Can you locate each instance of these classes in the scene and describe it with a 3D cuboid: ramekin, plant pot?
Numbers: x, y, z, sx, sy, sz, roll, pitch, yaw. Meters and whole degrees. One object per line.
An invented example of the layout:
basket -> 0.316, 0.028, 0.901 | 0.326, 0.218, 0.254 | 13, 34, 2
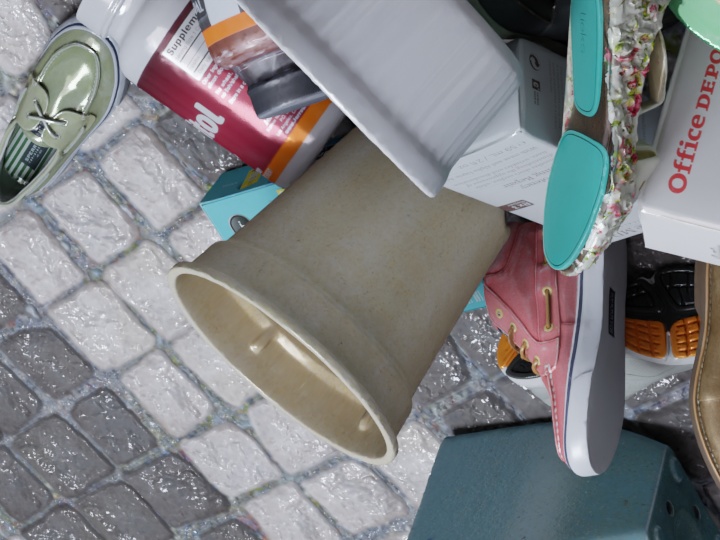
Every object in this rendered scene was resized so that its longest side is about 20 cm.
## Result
ramekin -> 0.007, -0.149, 1.378 | 0.098, 0.200, 0.200 | -45, 102, 3
plant pot -> 0.172, 0.236, 1.761 | 0.199, 0.197, 0.196 | -18, 117, 28
plant pot -> 0.000, 0.000, 1.561 | 0.200, 0.184, 0.201 | 36, 162, 13

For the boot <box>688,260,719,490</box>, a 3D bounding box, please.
boot -> 0.277, 0.069, 1.568 | 0.075, 0.073, 0.202 | -7, 86, 59

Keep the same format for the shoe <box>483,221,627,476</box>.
shoe -> 0.138, 0.053, 1.620 | 0.090, 0.201, 0.071 | -5, 155, 25

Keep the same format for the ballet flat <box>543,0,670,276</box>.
ballet flat -> 0.159, -0.092, 1.399 | 0.076, 0.063, 0.201 | -139, 50, -57

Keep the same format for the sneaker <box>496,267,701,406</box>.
sneaker -> 0.208, 0.056, 1.681 | 0.199, 0.076, 0.092 | -9, 150, 24

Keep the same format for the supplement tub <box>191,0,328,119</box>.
supplement tub -> -0.068, -0.207, 1.519 | 0.107, 0.107, 0.201 | -18, 90, 38

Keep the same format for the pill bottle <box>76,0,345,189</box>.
pill bottle -> -0.099, -0.157, 1.622 | 0.199, 0.113, 0.113 | 35, 135, -2

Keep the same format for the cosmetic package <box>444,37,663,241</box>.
cosmetic package -> 0.136, -0.082, 1.516 | 0.199, 0.075, 0.101 | 20, 153, -41

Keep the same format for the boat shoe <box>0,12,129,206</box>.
boat shoe -> -0.236, -0.119, 1.761 | 0.072, 0.062, 0.200 | 33, 134, -1

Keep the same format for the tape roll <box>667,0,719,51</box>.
tape roll -> 0.269, -0.223, 1.375 | 0.199, 0.048, 0.202 | 6, 111, 16

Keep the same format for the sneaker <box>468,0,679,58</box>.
sneaker -> 0.141, -0.194, 1.446 | 0.106, 0.199, 0.075 | -23, 70, 31

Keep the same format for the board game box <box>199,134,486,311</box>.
board game box -> -0.003, -0.026, 1.726 | 0.199, 0.047, 0.151 | -14, 119, 36

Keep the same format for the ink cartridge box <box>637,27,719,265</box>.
ink cartridge box -> 0.292, -0.069, 1.450 | 0.199, 0.147, 0.083 | 15, 165, 14
